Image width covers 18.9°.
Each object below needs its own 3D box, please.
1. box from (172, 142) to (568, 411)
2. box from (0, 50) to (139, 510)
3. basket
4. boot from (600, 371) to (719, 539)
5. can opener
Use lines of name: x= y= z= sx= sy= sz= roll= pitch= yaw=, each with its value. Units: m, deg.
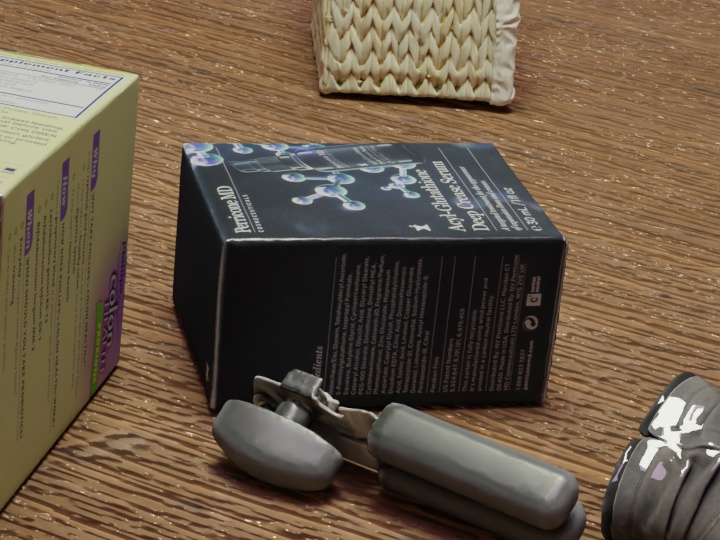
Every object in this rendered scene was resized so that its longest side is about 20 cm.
box: x=0.000 y=0.000 z=1.256 sx=0.198 sy=0.108 sz=0.149 roll=-1 pitch=25 yaw=-14
box: x=-0.195 y=0.000 z=1.119 sx=0.096 sy=0.177 sz=0.200 roll=11 pitch=24 yaw=10
basket: x=0.044 y=-0.257 z=1.745 sx=0.159 sy=0.201 sz=0.198 roll=1 pitch=23 yaw=-5
boot: x=0.218 y=0.078 z=1.103 sx=0.131 sy=0.070 sz=0.200 roll=24 pitch=52 yaw=34
can opener: x=0.020 y=0.103 z=1.111 sx=0.199 sy=0.053 sz=0.067 roll=16 pitch=60 yaw=26
